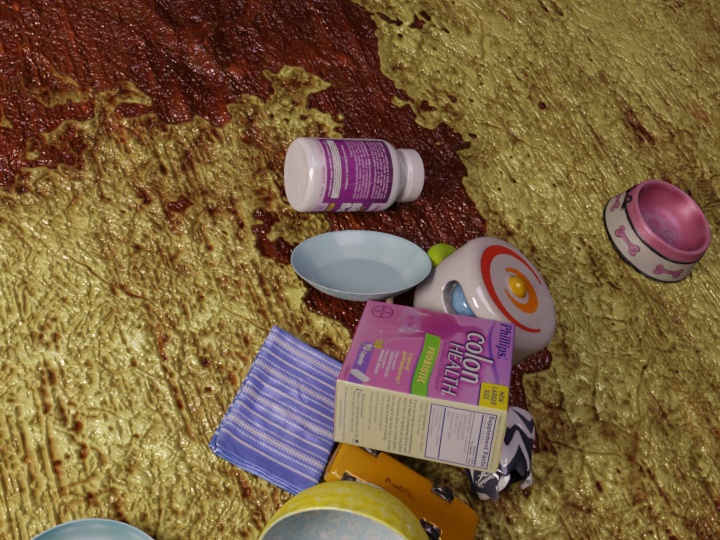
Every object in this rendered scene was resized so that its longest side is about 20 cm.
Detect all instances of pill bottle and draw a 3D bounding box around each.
[{"bbox_3d":[-0.007,-0.145,1.188,0.199,0.112,0.113,-3,60,-26],"label":"pill bottle"}]

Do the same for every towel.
[{"bbox_3d":[-0.090,0.178,0.997,0.144,0.024,0.201,29,52,-6],"label":"towel"}]

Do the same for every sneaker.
[{"bbox_3d":[0.148,0.237,1.031,0.198,0.080,0.130,22,43,-23],"label":"sneaker"}]

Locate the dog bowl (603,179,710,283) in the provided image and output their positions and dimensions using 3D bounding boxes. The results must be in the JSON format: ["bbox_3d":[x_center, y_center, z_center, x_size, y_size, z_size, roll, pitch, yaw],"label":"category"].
[{"bbox_3d":[0.551,-0.081,1.430,0.199,0.074,0.201,12,56,-17],"label":"dog bowl"}]

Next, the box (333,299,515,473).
[{"bbox_3d":[0.083,0.136,0.962,0.199,0.097,0.176,10,32,9],"label":"box"}]

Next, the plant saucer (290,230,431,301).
[{"bbox_3d":[0.000,0.000,1.107,0.199,0.039,0.201,3,27,-2],"label":"plant saucer"}]

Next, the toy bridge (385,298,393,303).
[{"bbox_3d":[0.073,0.073,1.137,0.067,0.027,0.201,0,59,-22],"label":"toy bridge"}]

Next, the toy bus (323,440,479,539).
[{"bbox_3d":[0.048,0.284,0.956,0.199,0.078,0.065,32,52,-3],"label":"toy bus"}]

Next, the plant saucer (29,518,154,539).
[{"bbox_3d":[-0.279,0.357,0.790,0.199,0.027,0.201,12,54,-18],"label":"plant saucer"}]

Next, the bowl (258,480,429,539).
[{"bbox_3d":[-0.007,0.301,0.865,0.199,0.201,0.108,31,31,-3],"label":"bowl"}]

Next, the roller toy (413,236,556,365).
[{"bbox_3d":[0.183,0.052,1.106,0.200,0.140,0.183,35,42,-20],"label":"roller toy"}]
